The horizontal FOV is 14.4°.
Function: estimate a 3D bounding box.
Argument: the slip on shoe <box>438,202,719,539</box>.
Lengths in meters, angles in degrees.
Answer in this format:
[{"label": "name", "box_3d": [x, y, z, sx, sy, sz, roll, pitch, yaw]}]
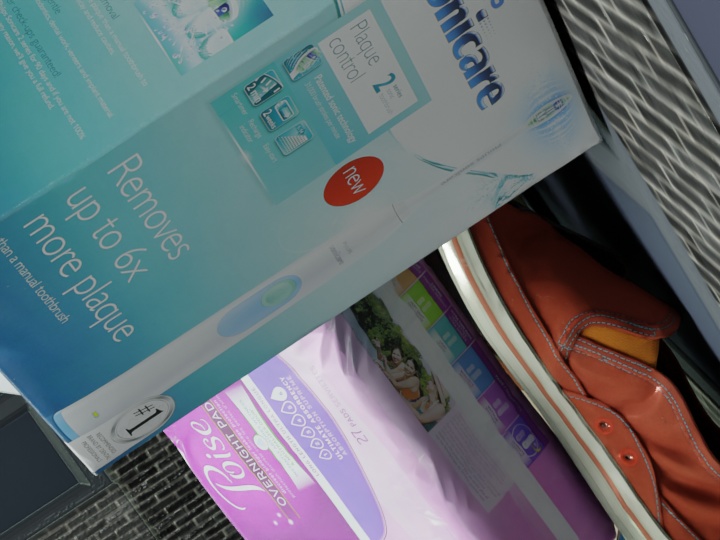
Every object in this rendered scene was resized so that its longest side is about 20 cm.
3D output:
[{"label": "slip on shoe", "box_3d": [0.084, 0.022, 1.032, 0.200, 0.061, 0.074, 54, -168, -9]}]

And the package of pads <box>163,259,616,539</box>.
[{"label": "package of pads", "box_3d": [-0.010, 0.050, 1.048, 0.120, 0.076, 0.200, -28, 102, 46]}]

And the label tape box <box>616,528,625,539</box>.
[{"label": "label tape box", "box_3d": [0.144, 0.188, 1.161, 0.200, 0.063, 0.144, 58, -141, -62]}]

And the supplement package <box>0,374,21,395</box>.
[{"label": "supplement package", "box_3d": [-0.092, -0.052, 1.204, 0.117, 0.117, 0.200, 126, 149, -51]}]

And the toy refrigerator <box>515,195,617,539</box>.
[{"label": "toy refrigerator", "box_3d": [0.088, 0.041, 1.286, 0.200, 0.070, 0.076, 58, -177, 20]}]

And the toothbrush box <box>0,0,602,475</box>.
[{"label": "toothbrush box", "box_3d": [-0.041, -0.048, 0.874, 0.085, 0.200, 0.146, 55, 177, 32]}]

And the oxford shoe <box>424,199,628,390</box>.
[{"label": "oxford shoe", "box_3d": [0.010, -0.019, 1.103, 0.200, 0.071, 0.073, 18, 147, -5]}]
